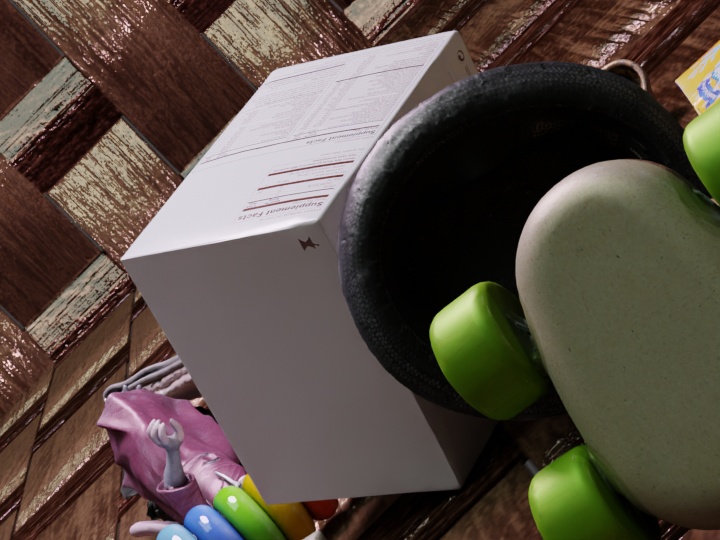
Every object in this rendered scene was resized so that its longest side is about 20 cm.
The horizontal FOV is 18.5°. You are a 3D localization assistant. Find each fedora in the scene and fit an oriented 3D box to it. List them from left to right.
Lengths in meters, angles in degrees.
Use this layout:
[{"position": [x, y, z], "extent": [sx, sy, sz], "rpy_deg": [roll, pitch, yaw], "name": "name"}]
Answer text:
[{"position": [0.087, -0.013, 1.179], "extent": [0.201, 0.201, 0.092], "rpy_deg": [-45, -3, -3], "name": "fedora"}]

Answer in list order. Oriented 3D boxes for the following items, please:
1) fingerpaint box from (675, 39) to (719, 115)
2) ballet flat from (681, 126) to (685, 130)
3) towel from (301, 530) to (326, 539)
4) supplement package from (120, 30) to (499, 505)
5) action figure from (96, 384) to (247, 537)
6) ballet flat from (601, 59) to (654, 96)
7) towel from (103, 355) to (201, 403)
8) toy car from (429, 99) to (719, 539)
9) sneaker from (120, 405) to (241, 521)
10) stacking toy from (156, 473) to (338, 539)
[{"position": [0.258, -0.112, 1.153], "extent": [0.167, 0.073, 0.200], "rpy_deg": [-42, 10, 10], "name": "fingerpaint box"}, {"position": [0.139, -0.013, 1.273], "extent": [0.066, 0.057, 0.200], "rpy_deg": [-27, 25, 49], "name": "ballet flat"}, {"position": [-0.090, 0.243, 1.115], "extent": [0.193, 0.034, 0.200], "rpy_deg": [-59, 1, 31], "name": "towel"}, {"position": [0.000, 0.000, 1.307], "extent": [0.147, 0.192, 0.200], "rpy_deg": [-9, 30, 35], "name": "supplement package"}, {"position": [-0.108, 0.152, 1.497], "extent": [0.200, 0.134, 0.149], "rpy_deg": [33, 116, 54], "name": "action figure"}, {"position": [0.132, -0.072, 1.488], "extent": [0.200, 0.068, 0.067], "rpy_deg": [-51, -22, -27], "name": "ballet flat"}, {"position": [-0.083, 0.063, 1.736], "extent": [0.191, 0.032, 0.200], "rpy_deg": [-17, -6, -33], "name": "towel"}, {"position": [0.157, 0.029, 0.948], "extent": [0.164, 0.158, 0.200], "rpy_deg": [-37, -17, 21], "name": "toy car"}, {"position": [-0.112, 0.128, 1.726], "extent": [0.200, 0.060, 0.104], "rpy_deg": [-47, 14, 11], "name": "sneaker"}, {"position": [-0.063, 0.159, 1.381], "extent": [0.200, 0.085, 0.085], "rpy_deg": [-41, 9, -13], "name": "stacking toy"}]
